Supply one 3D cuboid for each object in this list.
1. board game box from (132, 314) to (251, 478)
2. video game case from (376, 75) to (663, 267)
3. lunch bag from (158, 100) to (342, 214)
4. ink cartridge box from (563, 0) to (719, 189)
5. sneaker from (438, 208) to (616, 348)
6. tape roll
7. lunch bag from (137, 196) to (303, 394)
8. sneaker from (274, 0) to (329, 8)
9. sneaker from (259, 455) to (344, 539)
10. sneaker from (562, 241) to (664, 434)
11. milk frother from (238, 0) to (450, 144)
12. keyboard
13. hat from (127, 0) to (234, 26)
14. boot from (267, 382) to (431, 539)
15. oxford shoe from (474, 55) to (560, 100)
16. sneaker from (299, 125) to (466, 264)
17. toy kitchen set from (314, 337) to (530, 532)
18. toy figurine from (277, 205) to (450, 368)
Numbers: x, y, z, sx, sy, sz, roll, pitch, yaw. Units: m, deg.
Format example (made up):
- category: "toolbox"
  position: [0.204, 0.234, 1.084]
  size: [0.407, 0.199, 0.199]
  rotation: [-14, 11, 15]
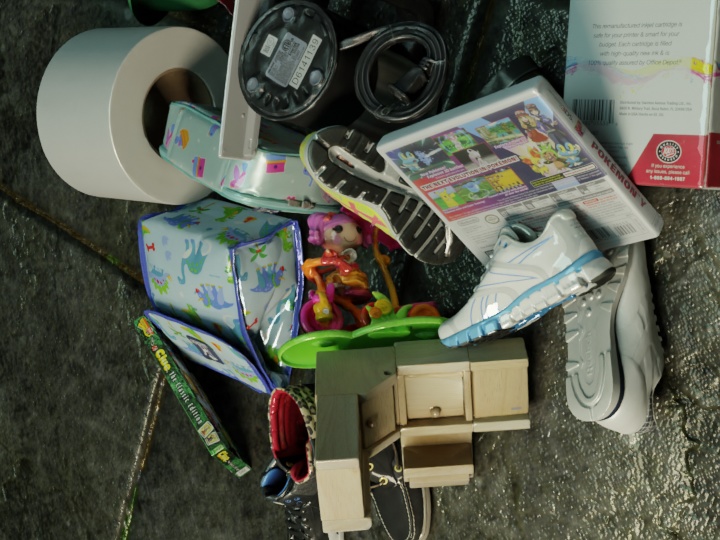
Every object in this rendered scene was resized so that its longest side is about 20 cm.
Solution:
- category: "board game box"
  position: [-0.198, 0.148, 1.563]
  size: [0.023, 0.105, 0.200]
  rotation: [-33, 65, -4]
- category: "video game case"
  position: [0.138, -0.077, 1.174]
  size: [0.200, 0.182, 0.023]
  rotation: [-15, 38, 49]
- category: "lunch bag"
  position: [-0.109, -0.119, 1.434]
  size: [0.200, 0.160, 0.077]
  rotation: [31, 106, 43]
- category: "ink cartridge box"
  position: [0.259, -0.173, 1.148]
  size: [0.146, 0.083, 0.200]
  rotation: [8, 97, 42]
- category: "sneaker"
  position: [0.138, 0.006, 1.199]
  size: [0.200, 0.075, 0.087]
  rotation: [-34, 76, 41]
- category: "tape roll"
  position: [-0.251, -0.180, 1.528]
  size: [0.139, 0.203, 0.203]
  rotation: [8, 97, 41]
- category: "lunch bag"
  position: [-0.157, 0.032, 1.510]
  size: [0.170, 0.127, 0.200]
  rotation: [18, 123, 40]
- category: "sneaker"
  position: [-0.061, -0.242, 1.386]
  size: [0.076, 0.091, 0.200]
  rotation: [7, 132, 24]
- category: "sneaker"
  position: [-0.071, 0.259, 1.440]
  size: [0.073, 0.112, 0.200]
  rotation: [25, 108, 39]
- category: "sneaker"
  position: [0.234, 0.047, 1.192]
  size: [0.076, 0.080, 0.200]
  rotation: [-18, 59, 56]
- category: "milk frother"
  position: [0.022, -0.177, 1.285]
  size: [0.181, 0.188, 0.200]
  rotation: [-47, 61, 20]
- category: "keyboard"
  position: [-0.110, -0.208, 1.293]
  size: [0.011, 0.056, 0.200]
  rotation: [10, 96, 35]
- category: "hat"
  position: [-0.157, -0.338, 1.513]
  size: [0.176, 0.166, 0.200]
  rotation: [15, 70, 12]
- category: "boot"
  position: [-0.011, 0.196, 1.357]
  size: [0.073, 0.151, 0.200]
  rotation: [-21, 79, 42]
- category: "oxford shoe"
  position: [0.122, -0.106, 1.283]
  size: [0.084, 0.073, 0.200]
  rotation: [51, 126, 18]
- category: "sneaker"
  position: [0.023, -0.078, 1.276]
  size: [0.078, 0.200, 0.090]
  rotation: [-55, 23, -5]
- category: "toy kitchen set"
  position: [0.064, 0.181, 1.234]
  size: [0.200, 0.180, 0.163]
  rotation: [-4, 119, 1]
- category: "toy figurine"
  position: [0.000, 0.000, 1.339]
  size: [0.150, 0.200, 0.184]
  rotation: [129, 137, -55]
